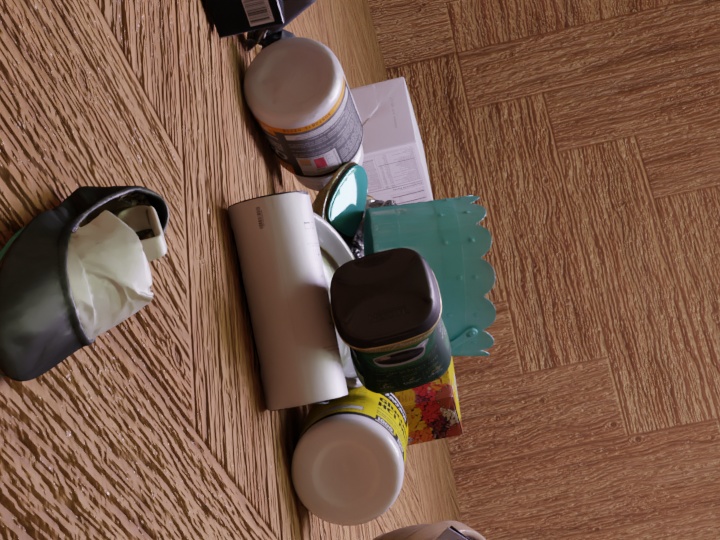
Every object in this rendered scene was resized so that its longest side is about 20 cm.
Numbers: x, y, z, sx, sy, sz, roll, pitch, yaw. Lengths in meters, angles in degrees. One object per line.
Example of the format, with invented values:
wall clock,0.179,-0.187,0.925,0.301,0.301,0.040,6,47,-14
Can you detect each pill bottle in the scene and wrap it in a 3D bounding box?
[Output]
pill bottle,-0.060,-0.178,1.493,0.200,0.116,0.117,65,15,-65
pill bottle,-0.007,0.180,1.320,0.200,0.112,0.113,-71,148,-78

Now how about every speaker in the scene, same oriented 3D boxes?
speaker,-0.068,0.030,1.194,0.081,0.081,0.201,5,73,-84

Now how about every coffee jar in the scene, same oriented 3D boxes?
coffee jar,0.031,0.051,1.222,0.200,0.104,0.086,72,3,-68

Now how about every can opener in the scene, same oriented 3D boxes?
can opener,-0.080,-0.293,1.433,0.200,0.067,0.054,-18,-124,63

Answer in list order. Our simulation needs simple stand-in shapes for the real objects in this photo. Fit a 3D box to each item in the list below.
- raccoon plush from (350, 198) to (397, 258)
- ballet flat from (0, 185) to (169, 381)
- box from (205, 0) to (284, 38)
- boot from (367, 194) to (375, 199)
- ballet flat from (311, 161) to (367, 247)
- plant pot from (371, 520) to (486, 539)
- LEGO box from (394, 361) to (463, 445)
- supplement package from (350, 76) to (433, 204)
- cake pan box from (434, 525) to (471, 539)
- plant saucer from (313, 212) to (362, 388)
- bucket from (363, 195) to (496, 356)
raccoon plush,0.000,0.000,1.609,0.097,0.133,0.201,53,26,-78
ballet flat,-0.140,-0.007,0.661,0.200,0.068,0.068,-86,164,-68
box,-0.140,-0.365,1.297,0.141,0.079,0.200,-92,168,-47
boot,0.014,-0.003,1.813,0.201,0.073,0.155,66,24,-6
ballet flat,-0.042,-0.038,1.477,0.071,0.070,0.201,67,31,-61
plant pot,0.047,0.354,1.386,0.093,0.201,0.201,26,-36,42
LEGO box,0.057,0.154,1.783,0.200,0.148,0.077,-94,170,-55
supplement package,0.034,-0.208,2.236,0.200,0.150,0.152,69,11,-56
cake pan box,0.065,0.390,1.317,0.052,0.184,0.201,25,-37,40
plant saucer,-0.050,0.035,1.334,0.200,0.050,0.201,46,31,-39
bucket,0.077,0.011,1.490,0.207,0.134,0.208,177,-90,-87
